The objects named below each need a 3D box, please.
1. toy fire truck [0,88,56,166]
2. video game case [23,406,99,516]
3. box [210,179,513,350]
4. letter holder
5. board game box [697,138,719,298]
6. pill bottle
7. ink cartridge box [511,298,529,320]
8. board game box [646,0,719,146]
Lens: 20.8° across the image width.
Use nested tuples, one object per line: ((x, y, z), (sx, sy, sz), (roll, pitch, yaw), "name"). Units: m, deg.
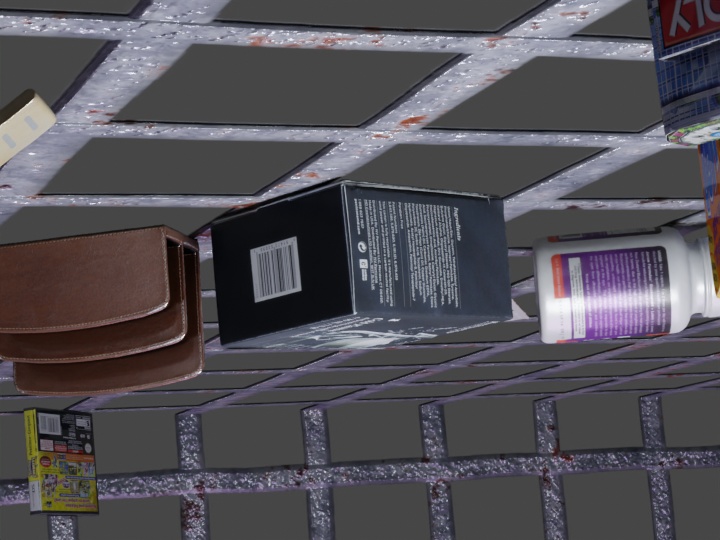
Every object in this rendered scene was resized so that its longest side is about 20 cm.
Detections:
((-0.300, -0.057, 1.386), (0.199, 0.130, 0.176), (3, 174, 21), "toy fire truck")
((-0.514, 0.332, 3.383), (0.025, 0.182, 0.200), (-9, 169, 21), "video game case")
((0.000, 0.000, 1.803), (0.196, 0.125, 0.199), (1, 169, -41), "box")
((-0.259, 0.044, 1.873), (0.199, 0.143, 0.101), (-6, 171, 14), "letter holder")
((0.281, -0.105, 1.044), (0.199, 0.201, 0.200), (-6, 170, 7), "board game box")
((0.281, 0.013, 2.034), (0.199, 0.112, 0.111), (-5, 171, 4), "pill bottle")
((0.090, 0.040, 2.333), (0.199, 0.050, 0.161), (-10, 170, 10), "ink cartridge box")
((0.205, -0.126, 0.877), (0.061, 0.201, 0.199), (4, 167, -44), "board game box")
